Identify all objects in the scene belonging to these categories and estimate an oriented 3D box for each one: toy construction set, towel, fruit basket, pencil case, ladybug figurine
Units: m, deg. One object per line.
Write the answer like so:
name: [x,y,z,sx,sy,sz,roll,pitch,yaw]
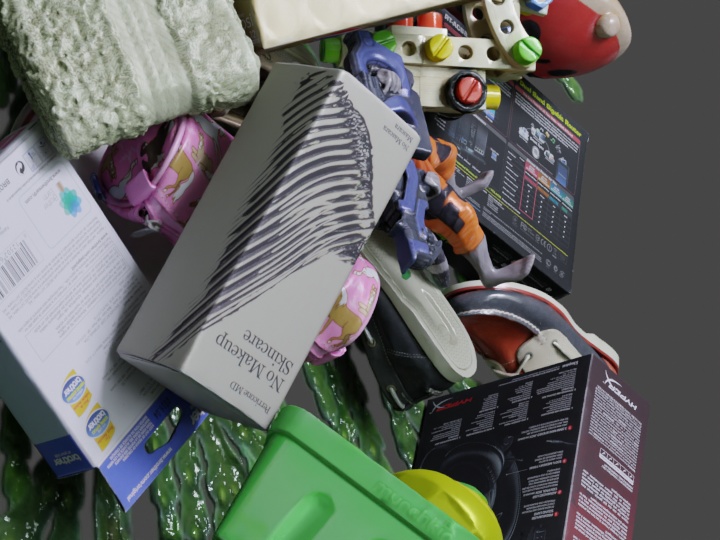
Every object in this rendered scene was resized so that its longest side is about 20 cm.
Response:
toy construction set: [0.041,-0.171,1.475,0.092,0.199,0.132,104,-14,-84]
towel: [-0.151,-0.172,1.238,0.148,0.036,0.200,-21,84,-25]
fruit basket: [0.027,0.168,1.239,0.215,0.156,0.216,8,49,-9]
pencil case: [-0.072,-0.022,1.321,0.200,0.083,0.087,40,84,-36]
ladybug figurine: [0.122,-0.196,1.601,0.072,0.200,0.136,-50,122,-8]

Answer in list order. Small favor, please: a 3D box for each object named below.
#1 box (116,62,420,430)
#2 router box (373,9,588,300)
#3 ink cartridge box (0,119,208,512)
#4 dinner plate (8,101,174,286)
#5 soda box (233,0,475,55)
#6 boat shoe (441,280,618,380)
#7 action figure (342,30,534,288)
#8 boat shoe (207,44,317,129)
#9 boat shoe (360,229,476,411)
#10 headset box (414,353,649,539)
box: [-0.051,-0.016,1.231,0.082,0.068,0.200,36,74,-38]
router box: [0.083,-0.083,1.585,0.200,0.062,0.150,37,50,-36]
ink cartridge box: [-0.168,0.029,1.216,0.200,0.042,0.119,56,40,-16]
dinner plate: [-0.149,-0.023,1.310,0.200,0.024,0.201,22,60,-44]
soda box: [0.001,-0.188,1.352,0.200,0.064,0.068,-17,95,-29]
boat shoe: [0.129,0.065,1.581,0.200,0.071,0.063,33,55,-44]
action figure: [0.019,-0.044,1.367,0.193,0.105,0.200,28,37,-30]
boat shoe: [-0.095,-0.130,1.366,0.200,0.072,0.065,23,34,-44]
boat shoe: [0.000,0.000,1.449,0.200,0.068,0.072,60,30,6]
headset box: [0.105,0.172,1.440,0.077,0.149,0.200,38,48,-34]
